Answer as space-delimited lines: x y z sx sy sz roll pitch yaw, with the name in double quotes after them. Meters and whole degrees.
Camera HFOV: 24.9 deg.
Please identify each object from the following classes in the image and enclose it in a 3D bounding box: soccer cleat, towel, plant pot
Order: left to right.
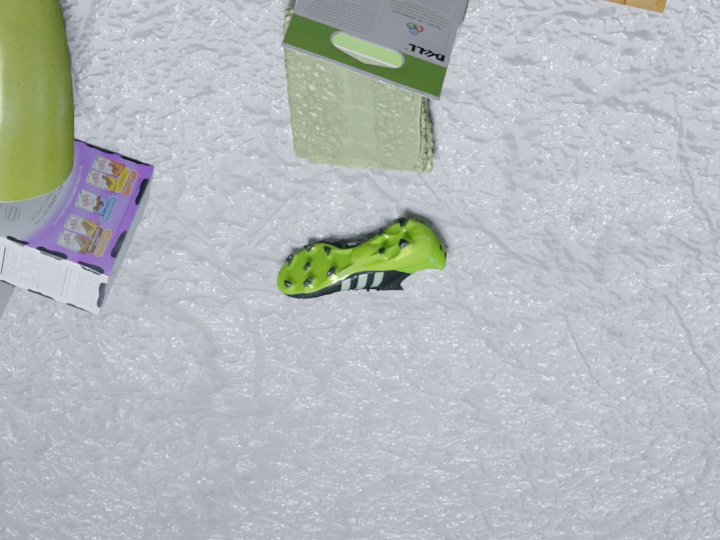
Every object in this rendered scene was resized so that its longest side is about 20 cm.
-0.359 -0.203 1.599 0.186 0.188 0.201 17 123 -1 "plant pot"
-0.003 -0.175 1.602 0.147 0.037 0.201 6 138 12 "towel"
0.000 0.000 1.770 0.199 0.068 0.081 -16 142 30 "soccer cleat"

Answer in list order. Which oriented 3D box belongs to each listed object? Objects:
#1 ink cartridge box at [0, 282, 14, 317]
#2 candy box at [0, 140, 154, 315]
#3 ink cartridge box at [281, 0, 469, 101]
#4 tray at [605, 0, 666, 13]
-0.466 -0.008 1.801 0.146 0.201 0.146 38 134 -23 "ink cartridge box"
-0.339 -0.064 1.725 0.199 0.168 0.072 19 137 -3 "candy box"
0.011 -0.214 1.431 0.147 0.201 0.076 19 139 -3 "ink cartridge box"
0.233 -0.314 1.379 0.098 0.037 0.201 13 137 3 "tray"
